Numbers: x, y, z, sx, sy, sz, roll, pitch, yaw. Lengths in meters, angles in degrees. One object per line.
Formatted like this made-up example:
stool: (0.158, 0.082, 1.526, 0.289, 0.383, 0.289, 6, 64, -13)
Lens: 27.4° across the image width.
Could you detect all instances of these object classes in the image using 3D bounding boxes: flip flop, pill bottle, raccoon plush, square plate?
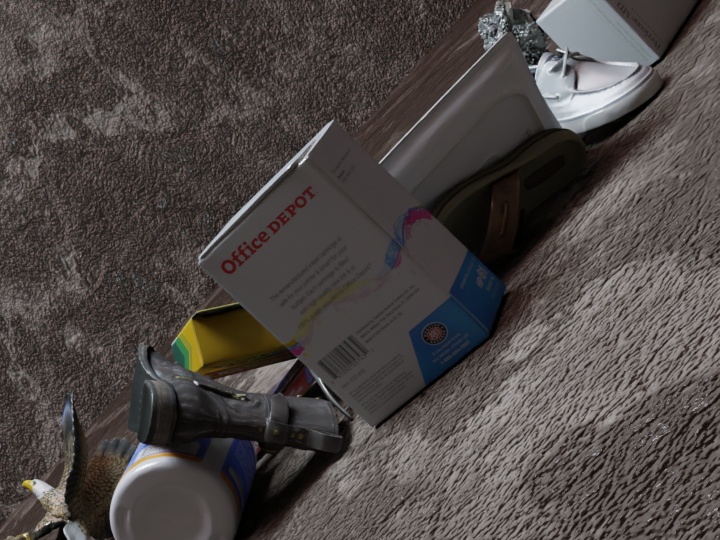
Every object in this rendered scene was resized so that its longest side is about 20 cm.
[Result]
flip flop: (0.124, -0.046, 1.252, 0.200, 0.058, 0.081, -36, -38, -17)
pill bottle: (-0.154, 0.188, 1.347, 0.112, 0.112, 0.200, -44, 8, 13)
raccoon plush: (0.151, -0.191, 1.539, 0.097, 0.134, 0.200, -36, 13, 52)
square plate: (0.098, -0.077, 1.271, 0.198, 0.028, 0.200, -46, -36, -3)

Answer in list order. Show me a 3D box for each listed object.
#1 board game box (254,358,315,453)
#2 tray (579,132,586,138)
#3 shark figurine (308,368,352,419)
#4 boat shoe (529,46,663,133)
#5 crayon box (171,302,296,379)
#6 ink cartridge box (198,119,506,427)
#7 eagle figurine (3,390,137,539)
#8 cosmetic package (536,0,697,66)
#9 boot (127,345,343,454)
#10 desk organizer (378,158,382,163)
board game box: (-0.063, 0.109, 1.489, 0.200, 0.019, 0.103, -52, 6, 21)
tray: (0.152, -0.104, 1.450, 0.200, 0.022, 0.107, -40, 18, 21)
shark figurine: (-0.018, 0.011, 1.305, 0.215, 0.128, 0.089, -67, 14, -10)
boat shoe: (0.185, -0.170, 1.360, 0.072, 0.069, 0.200, -43, 23, -28)
crayon box: (-0.108, 0.064, 1.424, 0.127, 0.051, 0.200, -13, -8, -15)
ink cartridge box: (-0.007, 0.003, 1.173, 0.144, 0.200, 0.085, -41, 11, 31)
eagle figurine: (-0.344, 0.266, 1.786, 0.200, 0.151, 0.152, -57, 1, -21)
cosmetic package: (0.271, -0.280, 1.464, 0.085, 0.108, 0.200, -35, 16, 50)
boot: (-0.109, 0.122, 1.288, 0.200, 0.174, 0.069, -138, 57, -71)
desk organizer: (0.006, -0.054, 1.852, 0.200, 0.072, 0.077, -50, 11, -21)
